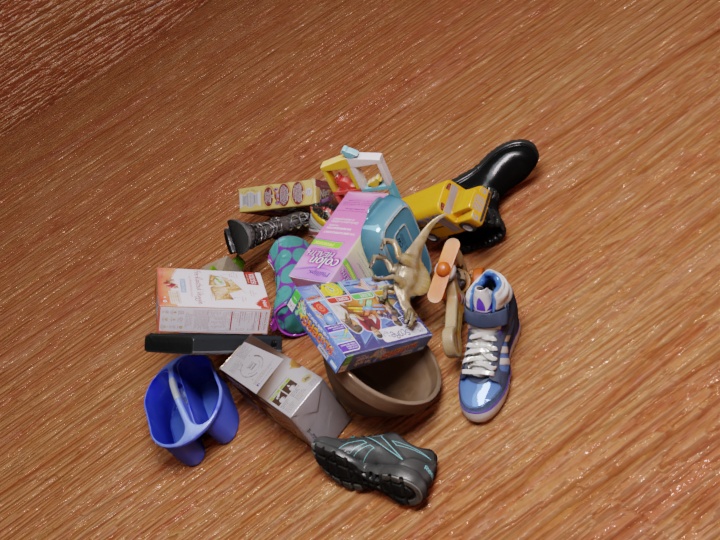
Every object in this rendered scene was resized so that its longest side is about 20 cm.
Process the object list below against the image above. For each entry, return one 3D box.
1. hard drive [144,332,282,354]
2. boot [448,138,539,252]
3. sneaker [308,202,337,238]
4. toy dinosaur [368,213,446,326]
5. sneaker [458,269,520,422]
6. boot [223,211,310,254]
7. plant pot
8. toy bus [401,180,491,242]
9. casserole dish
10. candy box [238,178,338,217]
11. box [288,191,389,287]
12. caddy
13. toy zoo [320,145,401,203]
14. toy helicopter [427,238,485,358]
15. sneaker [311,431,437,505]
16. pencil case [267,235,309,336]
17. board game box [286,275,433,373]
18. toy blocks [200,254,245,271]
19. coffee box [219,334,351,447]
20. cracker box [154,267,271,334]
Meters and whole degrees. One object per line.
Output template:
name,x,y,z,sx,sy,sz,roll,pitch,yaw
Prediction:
hard drive,-0.253,0.127,1.214,0.137,0.198,0.034,-2,84,39
boot,0.242,-0.132,1.256,0.209,0.079,0.159,-34,31,19
sneaker,-0.033,-0.050,1.364,0.077,0.083,0.200,-12,44,-36
toy dinosaur,0.069,-0.008,1.095,0.058,0.099,0.204,137,152,-62
sneaker,0.175,0.097,1.016,0.079,0.148,0.202,3,49,33
boot,-0.181,-0.087,1.406,0.171,0.071,0.199,-18,5,-19
plant pot,0.018,0.155,1.064,0.094,0.197,0.203,-59,29,29
toy bus,0.135,-0.101,1.197,0.199,0.077,0.066,-14,50,62
casserole dish,0.067,-0.031,1.171,0.038,0.202,0.122,6,45,40
candy box,-0.149,-0.153,1.495,0.196,0.116,0.058,-5,87,29
box,0.000,0.000,1.198,0.095,0.177,0.202,7,53,39
caddy,-0.295,0.230,1.199,0.140,0.106,0.200,-34,40,-4
toy zoo,0.006,-0.157,1.340,0.129,0.202,0.021,-3,45,29
toy helicopter,0.147,0.044,1.099,0.077,0.133,0.203,-9,44,22
sneaker,0.020,0.273,1.004,0.196,0.077,0.079,11,40,30
pencil case,-0.130,0.027,1.325,0.090,0.086,0.202,-10,41,-1
board game box,0.002,0.074,1.040,0.136,0.198,0.035,51,125,28
toy blocks,-0.321,0.061,1.415,0.135,0.100,0.203,-21,38,29
coffee box,-0.122,0.196,1.123,0.198,0.115,0.080,22,62,43
cracker box,-0.269,0.054,1.265,0.195,0.059,0.134,4,27,-21
